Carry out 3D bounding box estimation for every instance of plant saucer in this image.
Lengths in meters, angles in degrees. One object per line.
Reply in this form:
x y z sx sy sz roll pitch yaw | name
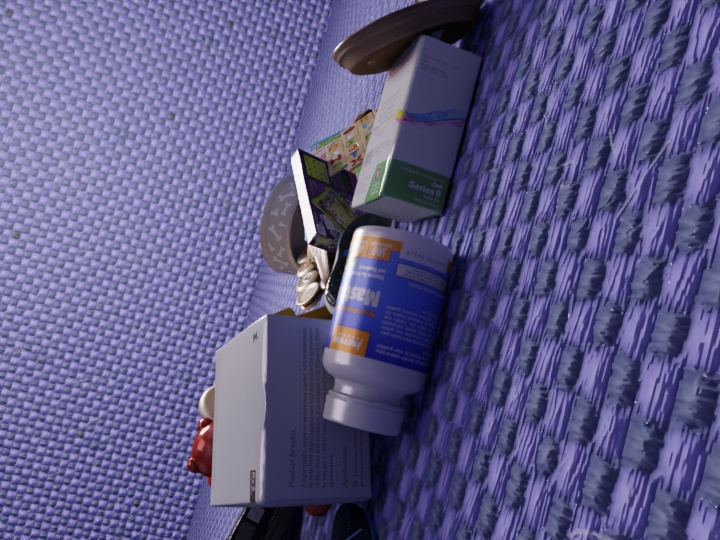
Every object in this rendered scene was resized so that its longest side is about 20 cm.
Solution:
0.061 -0.295 0.902 0.200 0.199 0.030 169 81 -76 | plant saucer

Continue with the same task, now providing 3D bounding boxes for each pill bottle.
0.023 0.064 0.741 0.112 0.111 0.202 162 123 -75 | pill bottle

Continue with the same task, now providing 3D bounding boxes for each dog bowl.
-0.103 -0.083 1.341 0.200 0.058 0.202 -27 -56 -50 | dog bowl

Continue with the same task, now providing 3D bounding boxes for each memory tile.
-0.050 -0.022 1.200 0.153 0.017 0.200 -37 26 14 | memory tile

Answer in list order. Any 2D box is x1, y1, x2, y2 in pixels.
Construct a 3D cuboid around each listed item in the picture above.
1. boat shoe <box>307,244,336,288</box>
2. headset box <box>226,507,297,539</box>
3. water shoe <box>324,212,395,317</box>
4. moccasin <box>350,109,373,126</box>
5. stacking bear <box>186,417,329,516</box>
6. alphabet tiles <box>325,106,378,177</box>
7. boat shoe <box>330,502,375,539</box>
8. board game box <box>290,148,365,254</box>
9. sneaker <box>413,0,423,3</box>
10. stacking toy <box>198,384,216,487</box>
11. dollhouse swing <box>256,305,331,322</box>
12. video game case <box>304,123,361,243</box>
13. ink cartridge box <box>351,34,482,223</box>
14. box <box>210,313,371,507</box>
-0.045 -0.034 1.114 0.074 0.075 0.201 -46 29 30 | boat shoe
-0.176 0.439 1.143 0.201 0.075 0.149 -61 0 44 | headset box
0.000 0.000 0.997 0.079 0.071 0.201 77 -151 -44 | water shoe
-0.008 -0.199 1.296 0.078 0.073 0.203 122 170 -75 | moccasin
-0.136 0.262 0.981 0.114 0.198 0.122 148 137 -71 | stacking bear
0.016 -0.218 1.129 0.166 0.006 0.200 -33 25 11 | alphabet tiles
-0.023 0.320 0.727 0.200 0.068 0.085 -94 23 -61 | boat shoe
-0.041 -0.099 1.100 0.032 0.119 0.201 -51 36 34 | board game box
0.107 -0.384 0.994 0.200 0.079 0.075 -177 101 -78 | sneaker
-0.207 0.272 1.090 0.086 0.085 0.201 -93 11 -55 | stacking toy
-0.097 0.172 1.131 0.201 0.175 0.183 -62 40 44 | dollhouse swing
-0.037 -0.156 1.233 0.142 0.018 0.201 -19 58 31 | video game case
0.067 -0.170 0.890 0.145 0.087 0.202 175 109 -76 | ink cartridge box
-0.088 0.175 0.840 0.200 0.130 0.201 -33 54 57 | box
